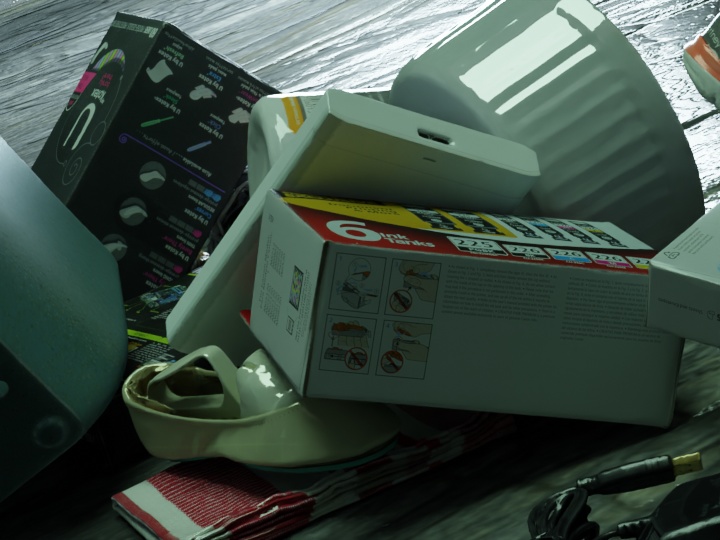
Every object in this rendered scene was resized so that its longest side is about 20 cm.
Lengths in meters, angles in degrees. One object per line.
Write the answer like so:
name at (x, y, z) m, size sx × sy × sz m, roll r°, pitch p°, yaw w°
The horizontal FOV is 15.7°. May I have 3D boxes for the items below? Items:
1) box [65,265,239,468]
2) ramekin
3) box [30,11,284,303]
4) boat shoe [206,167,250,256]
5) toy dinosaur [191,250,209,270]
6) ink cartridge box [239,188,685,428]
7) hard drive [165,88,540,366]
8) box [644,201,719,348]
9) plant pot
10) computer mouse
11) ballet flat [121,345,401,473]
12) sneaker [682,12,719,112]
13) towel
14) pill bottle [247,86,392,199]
box at (-0.123, 0.055, 1.648) m, size 0.192 × 0.048 × 0.200 m, roll -23°, pitch 15°, yaw -27°
ramekin at (0.103, -0.064, 1.532) m, size 0.097 × 0.202 × 0.200 m, roll -32°, pitch 19°, yaw -19°
box at (-0.158, -0.065, 1.798) m, size 0.201 × 0.106 × 0.122 m, roll -62°, pitch 23°, yaw -4°
boat shoe at (-0.073, -0.027, 1.825) m, size 0.068 × 0.074 × 0.199 m, roll -9°, pitch 19°, yaw -27°
toy dinosaur at (-0.168, -0.032, 1.950) m, size 0.106 × 0.061 × 0.200 m, roll -27°, pitch 46°, yaw -17°
ink cartridge box at (0.048, 0.013, 1.370) m, size 0.198 × 0.085 × 0.176 m, roll 5°, pitch 11°, yaw -17°
hard drive at (-0.007, -0.011, 1.441) m, size 0.131 × 0.200 × 0.026 m, roll 15°, pitch 44°, yaw -25°
box at (0.261, 0.007, 1.264) m, size 0.199 × 0.041 × 0.156 m, roll 18°, pitch 32°, yaw 28°
plant pot at (-0.249, 0.042, 1.500) m, size 0.195 × 0.197 × 0.200 m, roll -38°, pitch 33°, yaw 5°
computer mouse at (0.162, 0.110, 1.147) m, size 0.199 × 0.046 × 0.140 m, roll -20°, pitch 10°, yaw 12°
ballet flat at (-0.060, 0.071, 1.402) m, size 0.069 × 0.070 × 0.199 m, roll -30°, pitch 16°, yaw -39°
sneaker at (0.269, -0.081, 1.413) m, size 0.082 × 0.200 × 0.077 m, roll -53°, pitch -8°, yaw 20°
towel at (-0.029, 0.101, 1.422) m, size 0.199 × 0.023 × 0.144 m, roll -23°, pitch 15°, yaw -17°
pill bottle at (0.031, -0.064, 1.702) m, size 0.198 × 0.117 × 0.116 m, roll -4°, pitch 13°, yaw -11°
